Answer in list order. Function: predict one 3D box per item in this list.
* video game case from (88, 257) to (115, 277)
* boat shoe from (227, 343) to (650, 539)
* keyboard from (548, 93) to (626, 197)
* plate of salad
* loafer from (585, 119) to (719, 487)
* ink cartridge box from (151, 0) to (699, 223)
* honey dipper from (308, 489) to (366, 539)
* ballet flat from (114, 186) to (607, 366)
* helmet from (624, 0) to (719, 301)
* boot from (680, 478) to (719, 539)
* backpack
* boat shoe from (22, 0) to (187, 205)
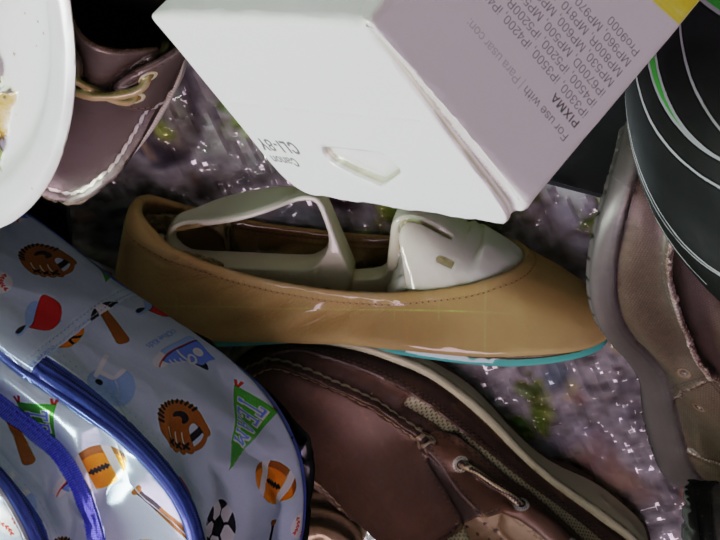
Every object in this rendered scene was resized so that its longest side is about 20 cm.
[{"bbox_3d":[-0.182,0.053,1.244,0.182,0.023,0.200,25,127,-10],"label":"video game case"},{"bbox_3d":[0.033,0.092,1.202,0.202,0.075,0.075,29,127,-12],"label":"boat shoe"},{"bbox_3d":[0.060,-0.086,1.084,0.200,0.021,0.127,15,136,-9],"label":"keyboard"},{"bbox_3d":[-0.174,-0.104,1.047,0.200,0.048,0.200,26,127,39],"label":"plate of salad"},{"bbox_3d":[0.136,0.012,1.108,0.071,0.073,0.200,4,148,22],"label":"loafer"},{"bbox_3d":[0.050,-0.119,0.928,0.083,0.200,0.145,48,162,-25],"label":"ink cartridge box"},{"bbox_3d":[-0.028,0.155,1.182,0.038,0.200,0.038,6,129,7],"label":"honey dipper"},{"bbox_3d":[0.000,0.000,1.145,0.200,0.069,0.063,1,114,8],"label":"ballet flat"},{"bbox_3d":[0.182,-0.068,0.971,0.200,0.191,0.200,-14,127,-20],"label":"helmet"},{"bbox_3d":[0.194,0.113,1.137,0.132,0.200,0.070,1,92,15],"label":"boot"},{"bbox_3d":[-0.120,0.085,1.125,0.190,0.154,0.200,24,132,18],"label":"backpack"},{"bbox_3d":[-0.087,-0.096,1.039,0.072,0.060,0.200,17,128,-10],"label":"boat shoe"}]
